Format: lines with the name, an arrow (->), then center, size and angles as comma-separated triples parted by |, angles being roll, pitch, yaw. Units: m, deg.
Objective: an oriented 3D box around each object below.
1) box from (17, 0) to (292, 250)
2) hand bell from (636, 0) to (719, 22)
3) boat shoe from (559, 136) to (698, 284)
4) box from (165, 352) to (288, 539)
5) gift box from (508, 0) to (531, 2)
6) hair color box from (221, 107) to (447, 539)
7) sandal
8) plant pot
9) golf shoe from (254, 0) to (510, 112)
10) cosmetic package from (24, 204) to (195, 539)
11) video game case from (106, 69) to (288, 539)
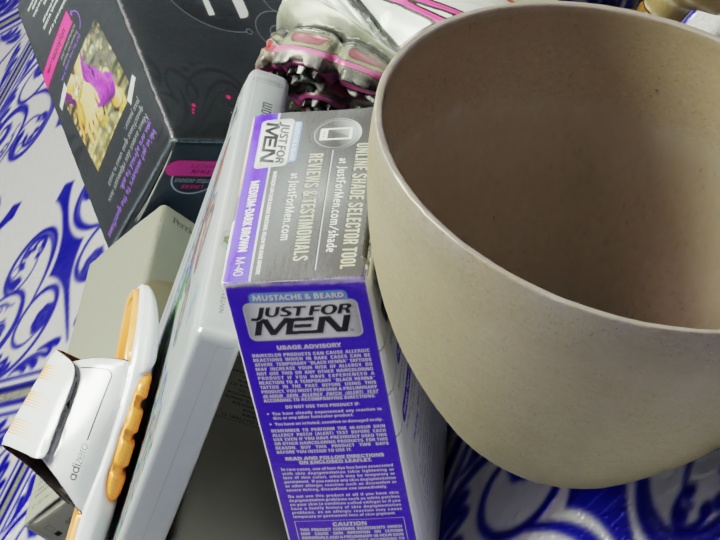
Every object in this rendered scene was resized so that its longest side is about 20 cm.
box -> -0.109, -0.119, 1.323 | 0.106, 0.122, 0.200 | -54, 49, 42
hand bell -> 0.136, -0.116, 1.060 | 0.200, 0.104, 0.104 | -52, 21, 33
boat shoe -> 0.122, -0.034, 0.970 | 0.200, 0.070, 0.070 | -47, 30, 12
box -> -0.056, 0.130, 1.046 | 0.200, 0.082, 0.068 | -80, 13, -48
gift box -> 0.062, -0.234, 1.148 | 0.200, 0.185, 0.187 | -54, 1, -32
hair color box -> -0.007, 0.041, 0.959 | 0.065, 0.200, 0.109 | -2, 42, 8
sandal -> -0.143, 0.099, 1.050 | 0.079, 0.059, 0.207 | 133, 152, -73
plant pot -> 0.091, 0.006, 0.868 | 0.200, 0.200, 0.134 | -86, 8, -50
golf shoe -> 0.055, -0.103, 1.043 | 0.073, 0.200, 0.092 | 79, -149, -66
cosmetic package -> -0.105, 0.073, 1.205 | 0.073, 0.104, 0.200 | -37, 30, 34
video game case -> -0.079, 0.036, 1.031 | 0.182, 0.024, 0.200 | -82, 12, -48
